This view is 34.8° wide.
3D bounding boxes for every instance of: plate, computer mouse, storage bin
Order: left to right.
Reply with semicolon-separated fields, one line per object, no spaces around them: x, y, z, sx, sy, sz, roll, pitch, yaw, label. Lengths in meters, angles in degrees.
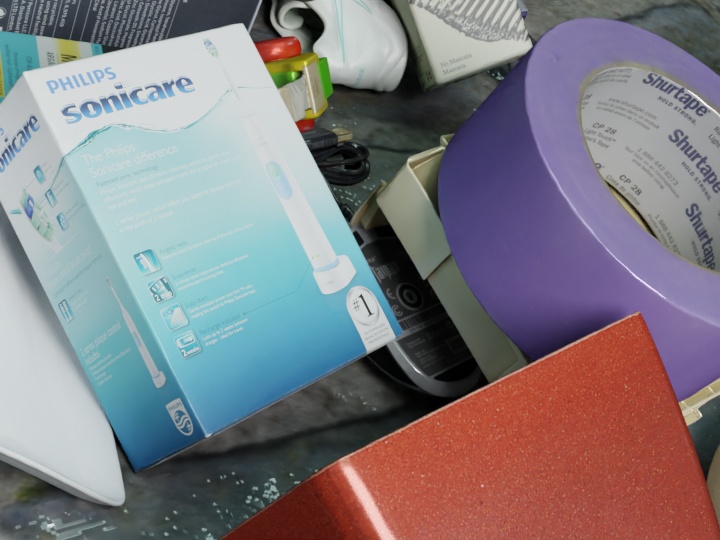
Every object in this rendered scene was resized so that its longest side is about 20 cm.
-0.197;0.008;0.551;0.200;0.032;0.200;45;19;-55;plate
0.000;0.000;0.716;0.110;0.044;0.200;-19;70;-43;computer mouse
0.123;0.015;0.694;0.198;0.094;0.200;-16;69;-40;storage bin

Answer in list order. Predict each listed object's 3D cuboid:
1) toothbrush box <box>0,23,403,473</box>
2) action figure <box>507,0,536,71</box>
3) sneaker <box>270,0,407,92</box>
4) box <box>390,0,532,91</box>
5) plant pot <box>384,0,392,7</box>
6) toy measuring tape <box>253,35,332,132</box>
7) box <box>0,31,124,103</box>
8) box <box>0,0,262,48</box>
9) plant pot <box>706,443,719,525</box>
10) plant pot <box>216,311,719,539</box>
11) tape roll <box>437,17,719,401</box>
-0.091;-0.017;0.618;0.146;0.085;0.200;-26;87;-42;toothbrush box
0.152;-0.155;0.939;0.130;0.069;0.200;-21;67;-48;action figure
-0.034;-0.221;0.890;0.080;0.070;0.200;-6;55;-30;sneaker
0.054;-0.241;0.853;0.082;0.068;0.200;-22;96;-3;box
0.073;-0.312;0.970;0.186;0.186;0.200;43;60;12;plant pot
-0.062;-0.114;0.751;0.074;0.074;0.200;29;17;-3;toy measuring tape
-0.178;-0.098;0.711;0.200;0.049;0.082;3;50;-27;box
-0.184;-0.222;0.778;0.200;0.107;0.149;-8;55;-33;box
0.323;0.147;0.665;0.200;0.134;0.201;6;67;-15;plant pot
0.052;0.161;0.514;0.200;0.200;0.176;-19;74;-40;plant pot
0.147;-0.033;0.621;0.200;0.085;0.200;19;49;-23;tape roll
